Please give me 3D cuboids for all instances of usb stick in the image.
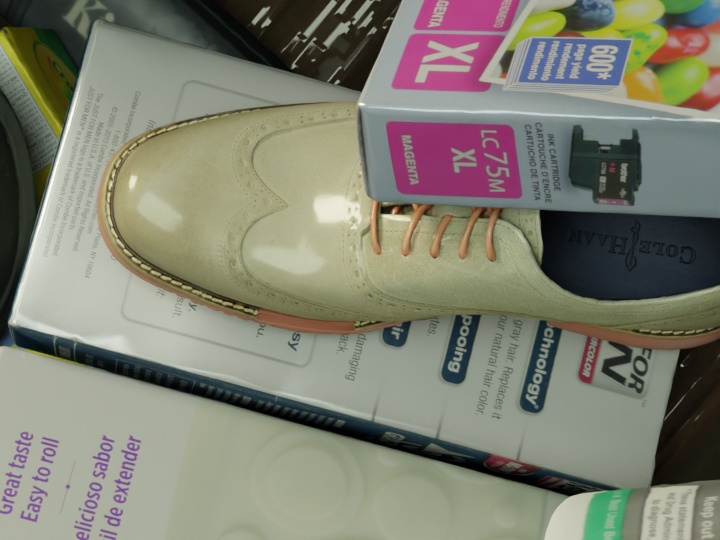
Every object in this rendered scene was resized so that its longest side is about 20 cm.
[{"bbox_3d":[-0.072,-0.076,0.861,0.200,0.033,0.055,42,103,13],"label":"usb stick"}]

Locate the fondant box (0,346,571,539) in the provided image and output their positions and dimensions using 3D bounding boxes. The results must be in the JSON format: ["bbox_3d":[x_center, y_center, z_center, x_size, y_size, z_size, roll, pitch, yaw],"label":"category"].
[{"bbox_3d":[-0.031,0.120,0.742,0.200,0.058,0.145,15,57,-4],"label":"fondant box"}]

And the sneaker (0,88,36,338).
[{"bbox_3d":[-0.166,0.025,0.793,0.073,0.082,0.200,30,107,18],"label":"sneaker"}]

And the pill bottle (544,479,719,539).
[{"bbox_3d":[0.153,0.106,0.660,0.200,0.113,0.113,-6,85,14],"label":"pill bottle"}]

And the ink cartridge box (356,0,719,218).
[{"bbox_3d":[0.110,-0.063,0.691,0.200,0.119,0.042,5,132,15],"label":"ink cartridge box"}]

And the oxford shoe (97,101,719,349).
[{"bbox_3d":[0.025,-0.019,0.723,0.200,0.074,0.071,2,81,-6],"label":"oxford shoe"}]

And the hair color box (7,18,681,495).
[{"bbox_3d":[0.000,0.000,0.786,0.200,0.061,0.100,15,81,-3],"label":"hair color box"}]

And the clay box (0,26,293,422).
[{"bbox_3d":[-0.103,0.033,0.845,0.115,0.048,0.200,-33,86,16],"label":"clay box"}]
